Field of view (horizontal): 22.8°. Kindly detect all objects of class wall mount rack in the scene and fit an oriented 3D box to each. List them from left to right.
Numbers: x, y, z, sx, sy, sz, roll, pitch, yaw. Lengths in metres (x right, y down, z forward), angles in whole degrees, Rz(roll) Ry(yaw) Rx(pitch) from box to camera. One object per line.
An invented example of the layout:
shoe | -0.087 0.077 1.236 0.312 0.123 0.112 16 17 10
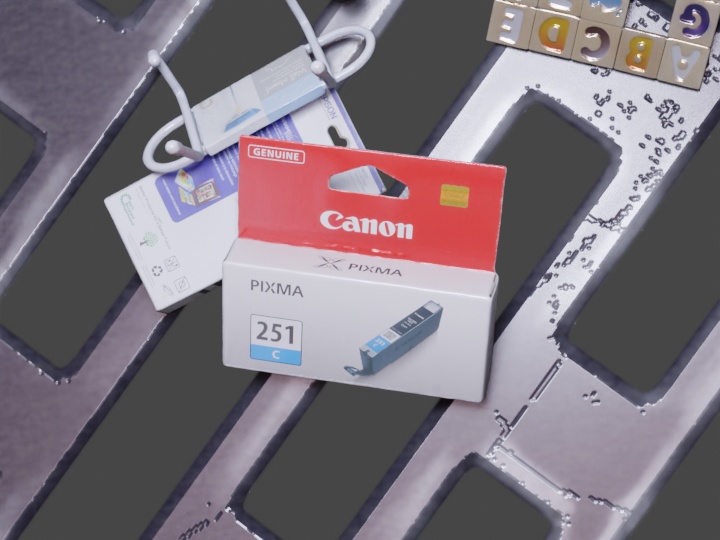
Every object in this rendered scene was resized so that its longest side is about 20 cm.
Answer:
wall mount rack | -0.084 -0.134 1.312 0.200 0.174 0.075 -29 126 5

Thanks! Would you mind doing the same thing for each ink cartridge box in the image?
ink cartridge box | -0.086 -0.055 1.364 0.200 0.039 0.100 -26 82 7
ink cartridge box | 0.000 0.000 1.300 0.200 0.045 0.176 7 120 8

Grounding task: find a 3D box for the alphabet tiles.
alphabet tiles | 0.174 -0.236 1.322 0.200 0.008 0.167 14 112 9

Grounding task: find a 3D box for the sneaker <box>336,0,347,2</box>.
sneaker | -0.031 -0.302 1.358 0.080 0.074 0.200 -19 83 4
